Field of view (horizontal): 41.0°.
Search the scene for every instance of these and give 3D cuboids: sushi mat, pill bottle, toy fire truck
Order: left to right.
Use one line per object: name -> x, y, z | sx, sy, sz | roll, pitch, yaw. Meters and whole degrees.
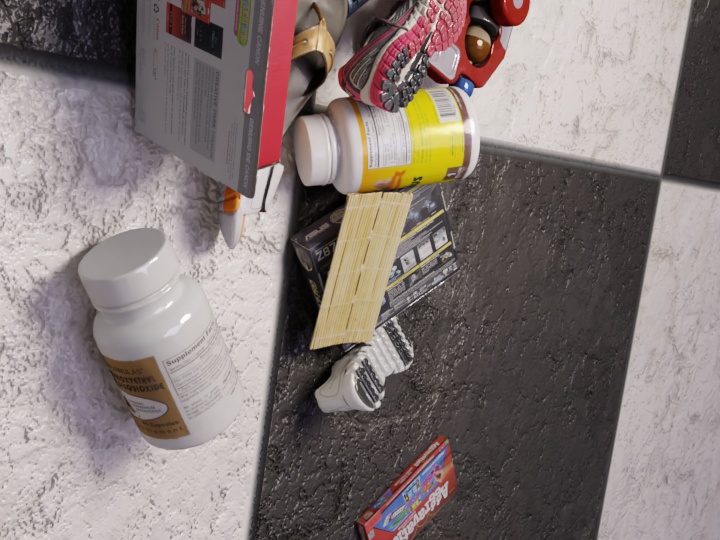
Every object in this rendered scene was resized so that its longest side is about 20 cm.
pill bottle -> -0.195, 0.066, 0.941 | 0.114, 0.114, 0.201 | -41, 129, -34
sushi mat -> 0.000, 0.000, 1.128 | 0.095, 0.012, 0.202 | -2, 117, -37
pill bottle -> 0.028, -0.147, 1.101 | 0.198, 0.109, 0.110 | -9, 110, -16
toy fire truck -> 0.118, -0.306, 1.194 | 0.199, 0.111, 0.170 | 29, 76, -49

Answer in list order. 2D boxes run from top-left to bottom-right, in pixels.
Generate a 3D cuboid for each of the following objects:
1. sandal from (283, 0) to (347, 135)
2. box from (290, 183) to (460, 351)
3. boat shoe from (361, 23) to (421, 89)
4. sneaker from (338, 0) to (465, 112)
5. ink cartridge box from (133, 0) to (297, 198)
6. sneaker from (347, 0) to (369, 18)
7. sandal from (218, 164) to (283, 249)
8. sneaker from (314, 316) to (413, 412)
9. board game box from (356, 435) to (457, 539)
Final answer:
sandal -> -0.066, -0.223, 1.028 | 0.081, 0.054, 0.201 | 26, 94, -39
box -> 0.025, -0.019, 1.189 | 0.199, 0.049, 0.162 | -34, 130, -21
boat shoe -> 0.054, -0.211, 1.188 | 0.072, 0.067, 0.202 | -40, 129, -35
sneaker -> 0.050, -0.264, 1.049 | 0.201, 0.074, 0.081 | -54, 145, -22
ink cartridge box -> -0.119, -0.192, 0.871 | 0.084, 0.175, 0.202 | -25, 137, -43
sneaker -> 0.000, -0.331, 1.077 | 0.201, 0.082, 0.070 | -56, 135, -18
sandal -> -0.105, -0.120, 0.998 | 0.059, 0.079, 0.209 | 4, 105, -21
sneaker -> 0.006, 0.119, 1.232 | 0.076, 0.081, 0.200 | 62, 31, -7
board game box -> 0.072, 0.342, 1.408 | 0.200, 0.019, 0.104 | -38, 129, -37
